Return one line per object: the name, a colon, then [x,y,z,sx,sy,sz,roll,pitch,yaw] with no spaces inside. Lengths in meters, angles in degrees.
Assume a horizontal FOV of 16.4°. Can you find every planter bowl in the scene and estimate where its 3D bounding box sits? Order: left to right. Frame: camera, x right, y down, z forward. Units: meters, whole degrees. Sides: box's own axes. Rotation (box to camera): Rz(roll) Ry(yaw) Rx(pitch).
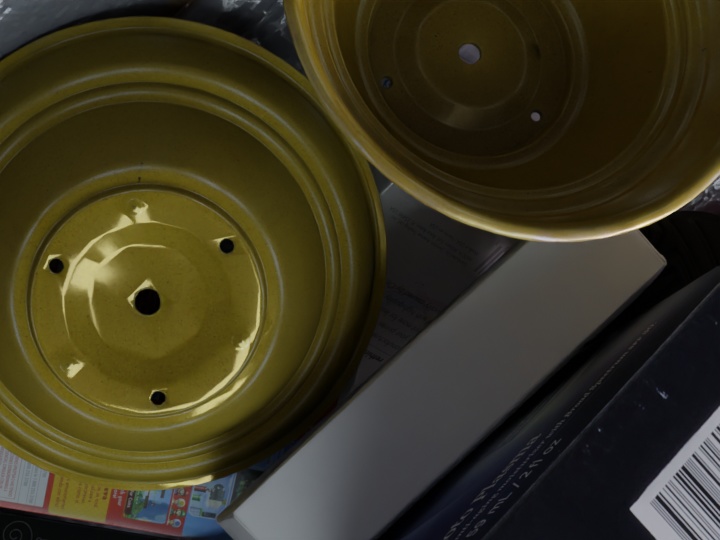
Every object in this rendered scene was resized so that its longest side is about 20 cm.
planter bowl: [-0.085,0.004,0.993,0.200,0.083,0.201,-1,104,-5]
planter bowl: [0.055,-0.097,0.993,0.200,0.200,0.083,-10,168,-20]

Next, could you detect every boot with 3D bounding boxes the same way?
boot: [0.164,0.016,1.162,0.158,0.079,0.211,-13,172,-32]

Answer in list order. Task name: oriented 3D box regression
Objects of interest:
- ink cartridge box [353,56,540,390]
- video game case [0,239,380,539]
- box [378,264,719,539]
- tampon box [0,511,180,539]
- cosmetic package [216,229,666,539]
ink cartridge box: [0.000,0.000,1.121,0.200,0.067,0.116,-43,136,16]
video game case: [-0.104,0.044,1.068,0.200,0.017,0.143,11,114,-8]
box: [0.090,0.119,1.007,0.200,0.123,0.198,-43,-178,-32]
tampon box: [-0.106,0.229,1.117,0.150,0.200,0.126,8,157,17]
cosmetic package: [0.032,0.051,1.032,0.200,0.051,0.083,-42,178,-10]
